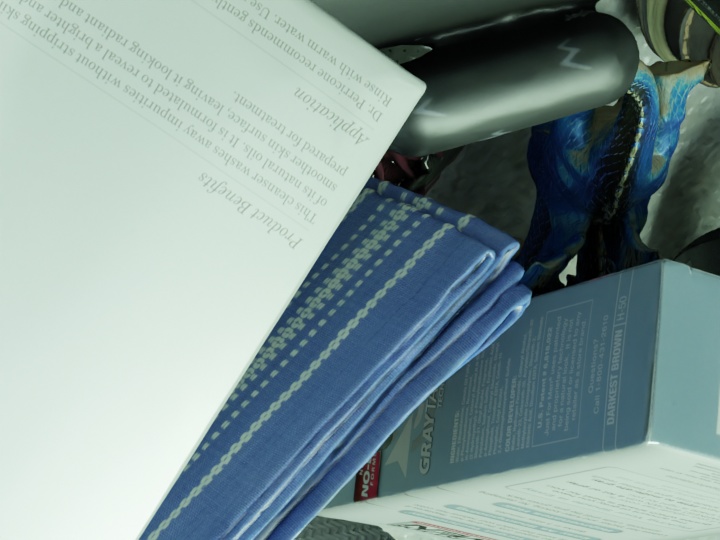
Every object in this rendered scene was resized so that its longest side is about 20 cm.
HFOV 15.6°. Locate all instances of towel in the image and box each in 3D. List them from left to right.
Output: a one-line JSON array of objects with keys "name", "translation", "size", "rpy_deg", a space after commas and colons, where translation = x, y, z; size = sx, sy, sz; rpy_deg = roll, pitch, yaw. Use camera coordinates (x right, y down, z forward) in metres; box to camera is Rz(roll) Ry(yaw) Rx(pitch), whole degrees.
[{"name": "towel", "translation": [-0.050, 0.024, 0.751], "size": [0.145, 0.200, 0.024], "rpy_deg": [-46, 121, -11]}]

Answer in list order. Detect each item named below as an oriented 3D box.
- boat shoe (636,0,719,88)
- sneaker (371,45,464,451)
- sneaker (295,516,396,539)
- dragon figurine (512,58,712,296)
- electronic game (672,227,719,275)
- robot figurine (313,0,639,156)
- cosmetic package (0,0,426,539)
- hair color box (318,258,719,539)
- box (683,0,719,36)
[{"name": "boat shoe", "translation": [0.189, -0.120, 0.881], "size": [0.200, 0.073, 0.075], "rpy_deg": [-37, 136, 1]}, {"name": "sneaker", "translation": [0.000, 0.000, 0.836], "size": [0.200, 0.116, 0.076], "rpy_deg": [-48, 134, 12]}, {"name": "sneaker", "translation": [-0.078, 0.150, 0.940], "size": [0.200, 0.075, 0.115], "rpy_deg": [-2, 124, -33]}, {"name": "dragon figurine", "translation": [0.077, -0.019, 0.847], "size": [0.059, 0.200, 0.100], "rpy_deg": [3, 90, -4]}, {"name": "electronic game", "translation": [0.185, 0.065, 0.949], "size": [0.042, 0.200, 0.200], "rpy_deg": [-43, 140, -28]}, {"name": "robot figurine", "translation": [0.015, -0.125, 0.726], "size": [0.200, 0.125, 0.150], "rpy_deg": [-13, 125, -17]}, {"name": "cosmetic package", "translation": [-0.090, 0.006, 0.609], "size": [0.113, 0.081, 0.200], "rpy_deg": [36, 88, -24]}, {"name": "hair color box", "translation": [0.076, 0.051, 0.868], "size": [0.099, 0.200, 0.061], "rpy_deg": [15, 72, -28]}, {"name": "box", "translation": [0.177, -0.140, 0.775], "size": [0.200, 0.193, 0.048], "rpy_deg": [-41, 137, 6]}]
